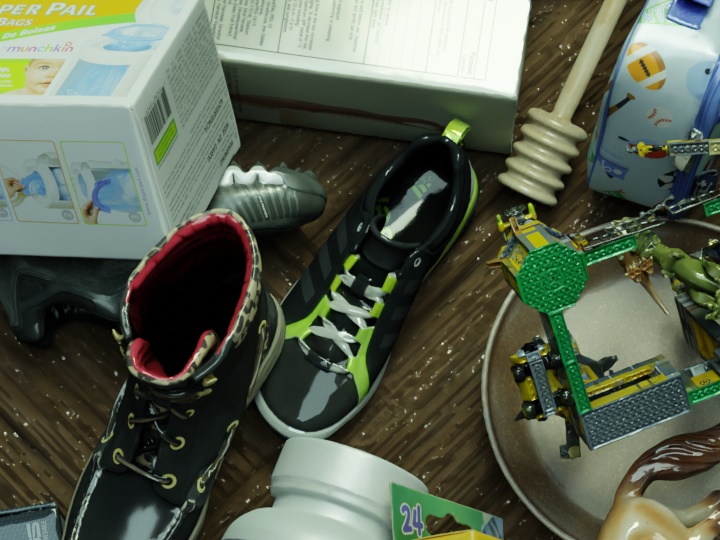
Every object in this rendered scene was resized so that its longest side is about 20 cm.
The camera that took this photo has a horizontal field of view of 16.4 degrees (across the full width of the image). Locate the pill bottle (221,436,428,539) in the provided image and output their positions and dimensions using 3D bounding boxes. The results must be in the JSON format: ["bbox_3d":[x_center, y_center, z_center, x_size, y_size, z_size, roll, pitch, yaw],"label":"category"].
[{"bbox_3d":[-0.034,0.194,1.301,0.112,0.112,0.201,18,74,6],"label":"pill bottle"}]

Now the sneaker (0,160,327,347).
[{"bbox_3d":[-0.112,-0.002,1.393,0.199,0.066,0.091,-12,75,1],"label":"sneaker"}]

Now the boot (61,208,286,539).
[{"bbox_3d":[-0.101,0.071,1.282,0.073,0.151,0.201,28,72,11],"label":"boot"}]

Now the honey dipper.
[{"bbox_3d":[0.137,-0.133,1.407,0.038,0.038,0.201,27,96,9],"label":"honey dipper"}]

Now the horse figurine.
[{"bbox_3d":[0.168,0.173,1.304,0.132,0.050,0.201,2,77,-4],"label":"horse figurine"}]

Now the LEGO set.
[{"bbox_3d":[0.156,0.003,1.312,0.199,0.116,0.154,-28,111,-3],"label":"LEGO set"}]

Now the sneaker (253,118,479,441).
[{"bbox_3d":[0.000,0.000,1.379,0.071,0.083,0.201,27,75,10],"label":"sneaker"}]

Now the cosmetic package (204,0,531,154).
[{"bbox_3d":[-0.003,-0.138,1.421,0.199,0.087,0.104,9,71,5],"label":"cosmetic package"}]

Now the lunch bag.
[{"bbox_3d":[0.188,-0.134,1.368,0.075,0.161,0.201,21,60,6],"label":"lunch bag"}]

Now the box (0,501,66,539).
[{"bbox_3d":[-0.220,0.235,1.322,0.157,0.051,0.201,-10,71,-1],"label":"box"}]

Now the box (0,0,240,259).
[{"bbox_3d":[-0.182,-0.080,1.350,0.199,0.102,0.113,2,38,20],"label":"box"}]

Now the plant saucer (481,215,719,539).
[{"bbox_3d":[0.165,0.070,1.379,0.199,0.037,0.202,0,72,0],"label":"plant saucer"}]

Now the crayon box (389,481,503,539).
[{"bbox_3d":[0.071,0.213,1.283,0.051,0.126,0.201,-14,70,29],"label":"crayon box"}]
